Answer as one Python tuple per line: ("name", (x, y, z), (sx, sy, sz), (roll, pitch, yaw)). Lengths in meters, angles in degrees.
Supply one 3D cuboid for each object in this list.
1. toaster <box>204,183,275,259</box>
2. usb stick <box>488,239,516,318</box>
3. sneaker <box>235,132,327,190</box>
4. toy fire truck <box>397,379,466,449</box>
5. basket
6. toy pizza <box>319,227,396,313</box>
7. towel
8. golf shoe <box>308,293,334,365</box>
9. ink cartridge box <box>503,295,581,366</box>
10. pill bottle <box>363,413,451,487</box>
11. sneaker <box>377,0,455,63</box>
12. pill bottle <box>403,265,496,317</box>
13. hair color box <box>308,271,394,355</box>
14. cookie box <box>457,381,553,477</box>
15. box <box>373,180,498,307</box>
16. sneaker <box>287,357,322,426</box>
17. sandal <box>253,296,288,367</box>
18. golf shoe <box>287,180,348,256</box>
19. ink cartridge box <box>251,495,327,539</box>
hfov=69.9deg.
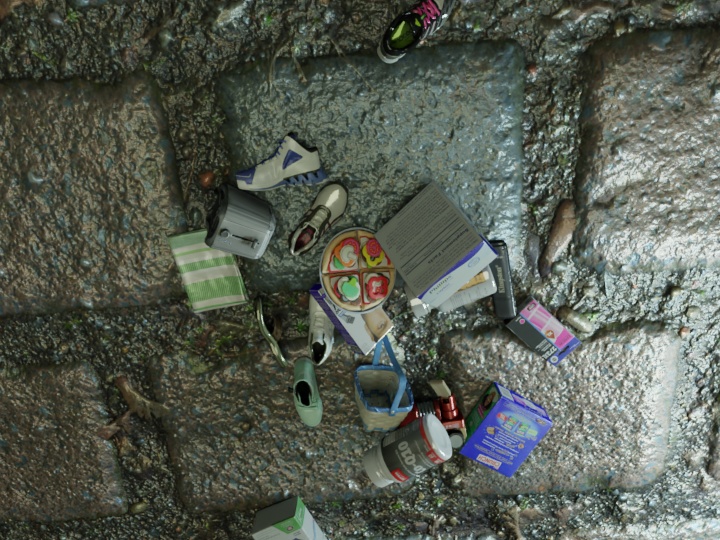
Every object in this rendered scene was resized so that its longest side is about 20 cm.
("toaster", (-0.267, -0.109, 1.140), (0.128, 0.200, 0.114), (21, 111, -25))
("usb stick", (0.340, 0.024, 1.248), (0.055, 0.033, 0.202), (-1, 112, 33))
("sneaker", (-0.177, -0.244, 1.143), (0.197, 0.081, 0.116), (-7, 106, -4))
("toy fire truck", (0.177, 0.365, 1.338), (0.174, 0.129, 0.202), (-9, 98, 4))
("basket", (0.057, 0.283, 1.280), (0.138, 0.177, 0.202), (-1, 124, -15))
("toy pizza", (0.000, 0.000, 1.196), (0.198, 0.032, 0.203), (0, 89, -26))
("towel", (-0.368, -0.001, 1.254), (0.151, 0.023, 0.202), (-11, 109, 5))
("golf shoe", (-0.093, 0.136, 1.263), (0.077, 0.097, 0.202), (2, 108, 2))
("ink cartridge box", (0.464, 0.160, 1.302), (0.200, 0.037, 0.095), (39, 105, -15))
("pill bottle", (0.113, 0.445, 1.260), (0.199, 0.114, 0.114), (-35, 106, 19))
("sneaker", (0.117, -0.500, 1.039), (0.199, 0.088, 0.074), (-39, 105, 13))
("pill bottle", (0.207, 0.033, 1.214), (0.198, 0.115, 0.115), (-22, 108, 8))
("hair color box", (-0.020, 0.091, 1.239), (0.109, 0.065, 0.201), (-43, 109, -22))
("cookie box", (0.376, 0.425, 1.373), (0.170, 0.075, 0.201), (28, 107, -10))
("box", (0.162, -0.056, 1.132), (0.184, 0.201, 0.105), (-42, 146, 14))
("sneaker", (-0.142, 0.339, 1.323), (0.073, 0.118, 0.202), (-7, 111, 1))
("sandal", (-0.217, 0.149, 1.286), (0.057, 0.080, 0.202), (-25, 115, -9))
("golf shoe", (-0.094, -0.112, 1.180), (0.077, 0.088, 0.201), (34, 105, -10))
("ink cartridge box", (-0.200, 0.777, 1.496), (0.144, 0.088, 0.201), (-25, 109, 8))
